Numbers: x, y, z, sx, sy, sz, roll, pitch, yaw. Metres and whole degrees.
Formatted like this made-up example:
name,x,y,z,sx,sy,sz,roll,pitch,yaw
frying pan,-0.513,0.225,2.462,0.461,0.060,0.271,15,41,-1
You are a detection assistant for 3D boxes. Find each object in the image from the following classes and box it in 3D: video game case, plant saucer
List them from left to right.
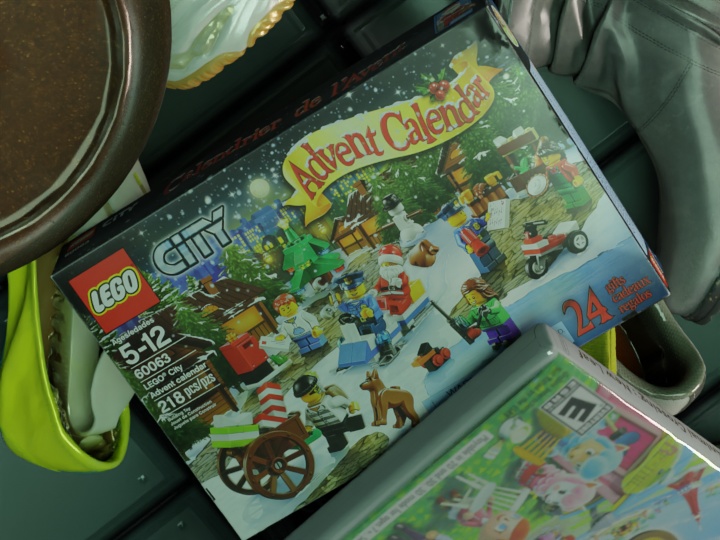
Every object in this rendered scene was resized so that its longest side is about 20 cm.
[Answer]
name,x,y,z,sx,sy,sz,roll,pitch,yaw
plant saucer,-0.164,-0.080,0.882,0.200,0.034,0.200,-7,112,-17
video game case,0.063,0.129,0.976,0.200,0.022,0.182,-42,125,19

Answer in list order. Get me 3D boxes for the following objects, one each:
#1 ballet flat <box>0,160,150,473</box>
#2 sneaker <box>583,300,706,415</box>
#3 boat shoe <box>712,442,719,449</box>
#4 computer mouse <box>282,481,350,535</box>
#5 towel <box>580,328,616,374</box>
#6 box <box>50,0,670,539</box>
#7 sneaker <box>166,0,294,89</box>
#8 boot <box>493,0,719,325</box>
name,x,y,z,sx,sy,sz,roll,pitch,yaw
ballet flat,-0.114,-0.008,0.977,0.067,0.067,0.200,-12,114,-41
sneaker,0.075,-0.012,1.004,0.200,0.079,0.074,49,58,-16
boat shoe,0.164,0.117,1.080,0.200,0.076,0.072,11,104,-16
computer mouse,0.003,0.071,1.030,0.138,0.053,0.200,-15,117,15
towel,0.068,0.101,1.004,0.086,0.018,0.200,-6,118,-4
box,0.000,0.000,0.926,0.200,0.038,0.137,-31,107,11
sneaker,-0.032,-0.164,0.948,0.200,0.076,0.088,-43,111,1
boot,0.111,-0.082,1.020,0.132,0.070,0.200,7,94,-12
